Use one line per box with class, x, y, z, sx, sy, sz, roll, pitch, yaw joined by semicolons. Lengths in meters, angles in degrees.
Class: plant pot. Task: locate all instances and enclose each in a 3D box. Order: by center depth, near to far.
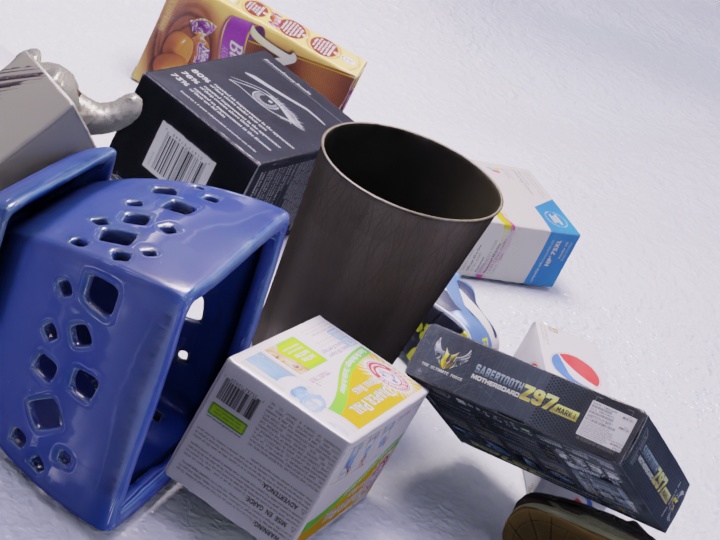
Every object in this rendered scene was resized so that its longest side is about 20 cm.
plant pot;-0.186;0.033;1.622;0.179;0.201;0.200;26;25;11

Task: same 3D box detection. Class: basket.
basket;0.000;0.000;1.853;0.179;0.201;0.136;1;36;-46

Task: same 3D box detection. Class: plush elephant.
plush elephant;-0.243;-0.097;1.820;0.198;0.156;0.165;13;18;-21

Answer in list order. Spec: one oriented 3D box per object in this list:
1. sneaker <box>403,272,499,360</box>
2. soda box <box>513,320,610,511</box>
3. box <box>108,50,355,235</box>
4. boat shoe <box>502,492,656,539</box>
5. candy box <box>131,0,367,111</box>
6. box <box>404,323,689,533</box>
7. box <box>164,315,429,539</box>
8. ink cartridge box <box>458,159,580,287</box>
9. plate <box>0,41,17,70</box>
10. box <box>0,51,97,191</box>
sneaker;0.048;0.020;2.019;0.082;0.074;0.200;-2;47;-50
soda box;0.176;0.128;1.956;0.068;0.064;0.201;21;26;-15
box;-0.109;-0.109;2.050;0.148;0.105;0.199;39;27;20
boat shoe;0.210;0.229;1.798;0.199;0.074;0.065;29;31;0
candy box;-0.107;-0.195;2.193;0.199;0.117;0.057;28;25;-1
box;0.147;0.123;1.773;0.199;0.051;0.158;23;-16;29
box;-0.042;0.118;1.678;0.112;0.102;0.200;34;16;10
ink cartridge box;0.100;-0.053;2.202;0.199;0.068;0.116;8;33;-36
plate;-0.390;-0.185;1.988;0.200;0.032;0.199;38;26;18
box;-0.295;-0.064;1.670;0.068;0.200;0.082;46;-12;24
